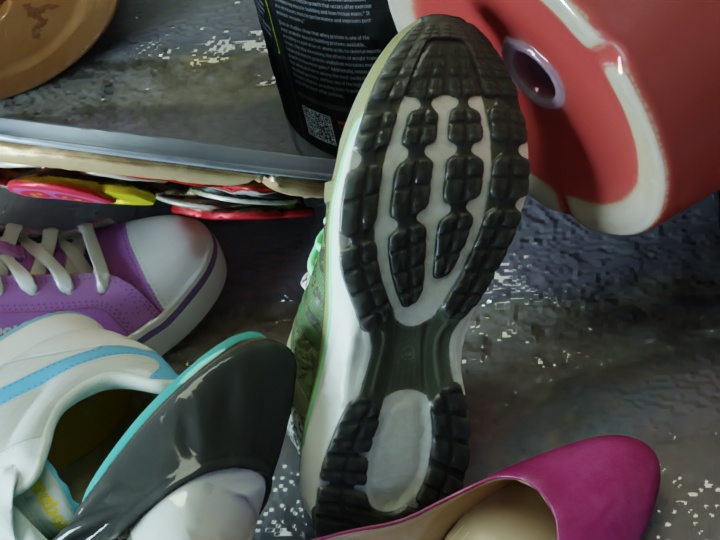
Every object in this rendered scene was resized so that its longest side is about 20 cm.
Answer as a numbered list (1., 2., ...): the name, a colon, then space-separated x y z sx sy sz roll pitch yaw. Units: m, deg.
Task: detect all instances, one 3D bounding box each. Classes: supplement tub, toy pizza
1. supplement tub: 0.011 -0.138 0.833 0.122 0.200 0.123 -7 45 7
2. toy pizza: -0.104 -0.042 0.815 0.200 0.032 0.200 7 3 0

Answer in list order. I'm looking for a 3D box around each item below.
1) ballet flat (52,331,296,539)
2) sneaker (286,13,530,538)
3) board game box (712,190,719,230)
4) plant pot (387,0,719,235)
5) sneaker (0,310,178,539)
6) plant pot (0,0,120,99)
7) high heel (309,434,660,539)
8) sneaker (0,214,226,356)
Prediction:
1. ballet flat: -0.083 0.112 0.686 0.200 0.068 0.068 -44 59 2
2. sneaker: 0.000 0.000 0.721 0.077 0.200 0.089 2 19 -31
3. board game box: 0.226 -0.008 0.749 0.165 0.057 0.200 -6 44 6
4. plant pot: 0.119 -0.121 0.725 0.177 0.201 0.200 -41 49 -18
5. sneaker: -0.151 0.088 0.727 0.200 0.077 0.081 -41 35 -25
6. plant pot: -0.200 -0.175 0.948 0.200 0.200 0.140 -21 60 -7
7. high heel: 0.020 0.095 0.667 0.200 0.096 0.067 -28 45 -14
8. sneaker: -0.157 0.002 0.798 0.200 0.114 0.073 -22 42 -9
